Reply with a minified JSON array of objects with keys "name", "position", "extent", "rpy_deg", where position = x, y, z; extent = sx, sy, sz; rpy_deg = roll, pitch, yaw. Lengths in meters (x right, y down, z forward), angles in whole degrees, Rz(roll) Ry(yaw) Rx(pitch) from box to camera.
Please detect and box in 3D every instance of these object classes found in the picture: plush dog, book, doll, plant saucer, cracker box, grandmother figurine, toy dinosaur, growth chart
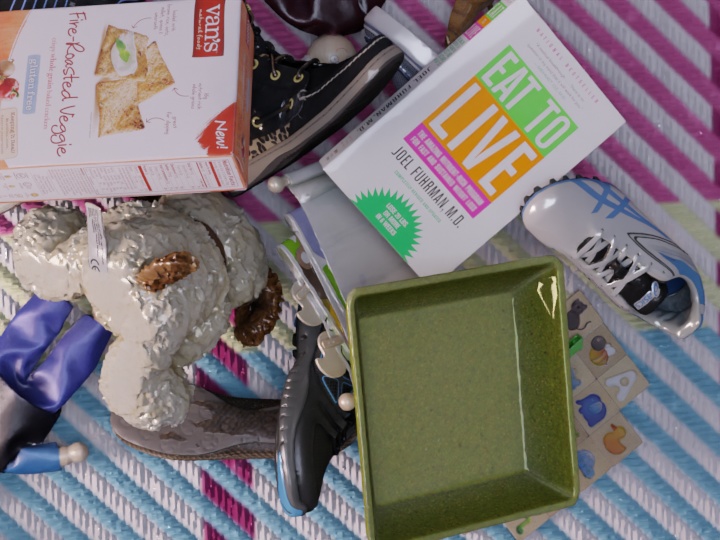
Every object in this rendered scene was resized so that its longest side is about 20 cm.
[{"name":"plush dog","position":[-0.142,-0.005,1.541],"extent":[0.160,0.172,0.201],"rpy_deg":[-36,91,38]},{"name":"book","position":[0.085,-0.101,1.542],"extent":[0.200,0.048,0.134],"rpy_deg":[-41,112,6]},{"name":"doll","position":[-0.269,0.105,1.589],"extent":[0.136,0.048,0.201],"rpy_deg":[37,90,-5]},{"name":"plant saucer","position":[0.071,0.098,1.543],"extent":[0.198,0.048,0.202],"rpy_deg":[-9,98,-31]},{"name":"cracker box","position":[-0.180,-0.125,1.464],"extent":[0.198,0.058,0.135],"rpy_deg":[-3,64,6]},{"name":"grandmother figurine","position":[-0.026,-0.231,1.582],"extent":[0.120,0.061,0.202],"rpy_deg":[-2,94,-11]},{"name":"toy dinosaur","position":[0.101,-0.265,1.591],"extent":[0.105,0.060,0.202],"rpy_deg":[1,94,-4]},{"name":"growth chart","position":[0.000,0.000,1.568],"extent":[0.144,0.018,0.202],"rpy_deg":[-16,82,-35]}]

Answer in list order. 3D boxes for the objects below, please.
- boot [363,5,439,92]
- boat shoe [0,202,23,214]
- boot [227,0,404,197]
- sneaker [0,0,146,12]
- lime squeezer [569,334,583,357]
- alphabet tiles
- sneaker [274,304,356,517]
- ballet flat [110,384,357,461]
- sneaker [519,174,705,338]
[{"name":"boot","position":[0.055,-0.111,1.586],"extent":[0.090,0.073,0.200],"rpy_deg":[-45,103,3]},{"name":"boat shoe","position":[-0.253,-0.105,1.565],"extent":[0.199,0.076,0.072],"rpy_deg":[-36,101,-11]},{"name":"boot","position":[-0.072,-0.163,1.540],"extent":[0.200,0.073,0.151],"rpy_deg":[-35,89,42]},{"name":"sneaker","position":[-0.257,-0.198,1.542],"extent":[0.199,0.070,0.079],"rpy_deg":[-20,99,-21]},{"name":"lime squeezer","position":[0.097,0.110,1.602],"extent":[0.199,0.038,0.071],"rpy_deg":[-14,131,-26]},{"name":"alphabet tiles","position":[0.132,0.117,1.646],"extent":[0.200,0.006,0.167],"rpy_deg":[-38,96,-1]},{"name":"sneaker","position":[-0.021,0.098,1.561],"extent":[0.081,0.073,0.202],"rpy_deg":[11,63,-1]},{"name":"ballet flat","position":[-0.101,0.126,1.608],"extent":[0.198,0.046,0.068],"rpy_deg":[0,64,-3]},{"name":"sneaker","position":[0.204,-0.011,1.573],"extent":[0.199,0.073,0.072],"rpy_deg":[31,116,-35]}]
